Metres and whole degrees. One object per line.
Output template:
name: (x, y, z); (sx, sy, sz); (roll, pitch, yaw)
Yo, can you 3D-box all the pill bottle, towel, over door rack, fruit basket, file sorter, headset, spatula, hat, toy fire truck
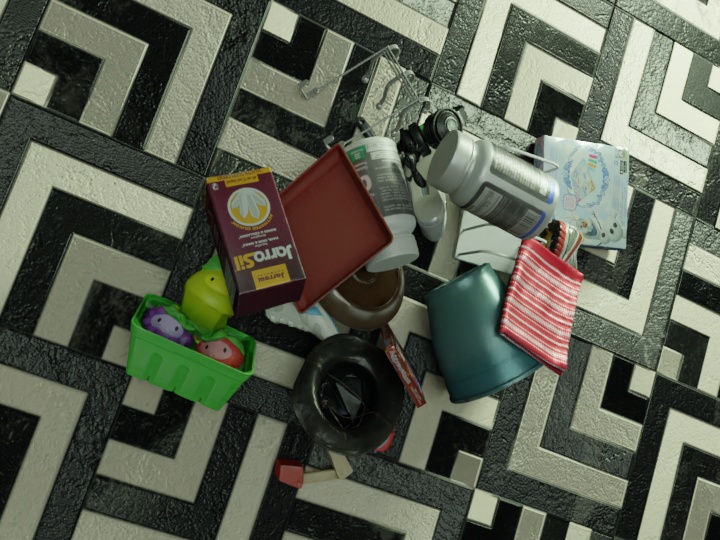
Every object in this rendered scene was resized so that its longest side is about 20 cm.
pill bottle: (0.031, -0.109, 1.136); (0.110, 0.113, 0.205); (-10, 77, -17)
towel: (0.307, 0.054, 1.132); (0.143, 0.022, 0.203); (33, 57, -14)
pill bottle: (0.214, -0.140, 1.097); (0.196, 0.113, 0.116); (25, 80, -16)
over door rack: (0.006, -0.295, 1.175); (0.196, 0.067, 0.150); (-24, 62, -5)
fruit basket: (-0.250, 0.084, 1.062); (0.209, 0.156, 0.222); (-2, 108, -6)
file sorter: (0.273, -0.109, 1.240); (0.135, 0.124, 0.206); (14, 83, -16)
headset: (0.124, -0.222, 1.179); (0.095, 0.122, 0.200); (59, 38, -15)
spatula: (0.050, -0.194, 1.231); (0.056, 0.020, 0.203); (-34, 96, -22)
hat: (-0.024, 0.213, 1.108); (0.195, 0.081, 0.205); (8, 58, -12)
toy fire truck: (-0.040, 0.305, 1.161); (0.195, 0.049, 0.145); (13, 84, -17)

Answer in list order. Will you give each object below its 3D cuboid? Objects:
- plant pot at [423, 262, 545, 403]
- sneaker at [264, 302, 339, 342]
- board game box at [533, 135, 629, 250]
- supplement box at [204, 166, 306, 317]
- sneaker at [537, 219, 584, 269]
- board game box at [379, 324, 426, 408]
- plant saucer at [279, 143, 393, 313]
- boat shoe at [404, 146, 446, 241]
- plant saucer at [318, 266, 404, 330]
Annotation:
plant pot: (0.207, 0.099, 1.178); (0.196, 0.200, 0.192); (-25, 88, -16)
sneaker: (-0.116, 0.064, 1.143); (0.200, 0.076, 0.081); (43, 80, -2)
board game box: (0.435, -0.150, 1.333); (0.193, 0.043, 0.206); (5, 86, -16)
supplement box: (-0.167, -0.046, 1.047); (0.108, 0.086, 0.204); (-13, 68, -20)
sneaker: (0.369, 0.012, 1.270); (0.080, 0.078, 0.205); (10, 104, -21)
board game box: (0.068, 0.151, 1.126); (0.019, 0.200, 0.104); (-31, 97, 3)
plant saucer: (-0.058, -0.065, 1.089); (0.198, 0.037, 0.202); (-37, 66, 16)
boat shoe: (0.123, -0.137, 1.201); (0.070, 0.069, 0.203); (-13, 47, 5)
plant saucer: (0.000, 0.000, 1.161); (0.196, 0.032, 0.206); (13, 62, -26)
